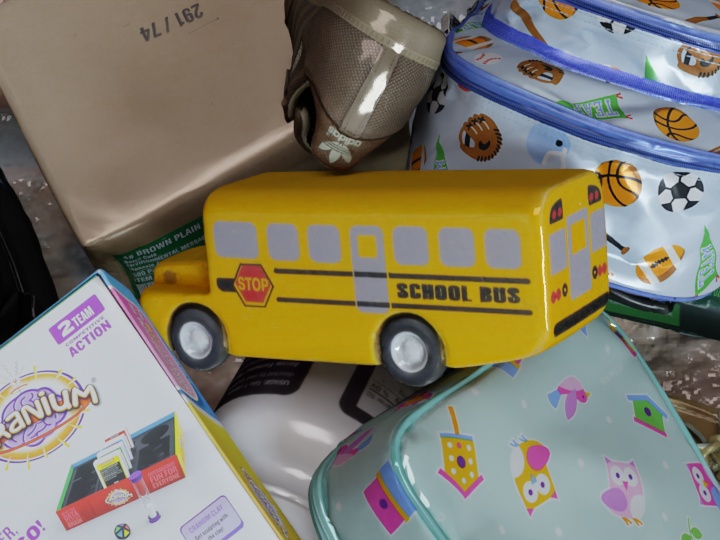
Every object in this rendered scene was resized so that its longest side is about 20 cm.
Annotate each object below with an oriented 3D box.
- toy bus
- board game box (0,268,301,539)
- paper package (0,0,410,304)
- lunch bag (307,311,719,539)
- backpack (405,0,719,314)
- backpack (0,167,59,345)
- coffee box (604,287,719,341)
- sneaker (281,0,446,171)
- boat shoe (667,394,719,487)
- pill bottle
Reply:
[{"bbox_3d":[0.000,0.000,0.629,0.199,0.065,0.079,2,105,32],"label":"toy bus"},{"bbox_3d":[-0.108,0.124,0.611,0.153,0.040,0.200,-36,73,0],"label":"board game box"},{"bbox_3d":[-0.094,-0.102,0.865,0.200,0.104,0.191,-28,61,-7],"label":"paper package"},{"bbox_3d":[0.077,0.114,0.639,0.200,0.077,0.161,-26,85,-50],"label":"lunch bag"},{"bbox_3d":[0.113,-0.067,0.696,0.199,0.155,0.191,14,29,9],"label":"backpack"},{"bbox_3d":[-0.244,0.017,0.788,0.153,0.176,0.200,-43,62,5],"label":"backpack"},{"bbox_3d":[0.173,-0.066,0.834,0.123,0.044,0.201,13,65,16],"label":"coffee box"},{"bbox_3d":[-0.015,-0.095,0.707,0.070,0.200,0.076,28,95,-10],"label":"sneaker"},{"bbox_3d":[0.207,0.113,0.722,0.200,0.063,0.073,28,70,22],"label":"boat shoe"},{"bbox_3d":[-0.011,0.075,0.720,0.111,0.112,0.200,14,46,16],"label":"pill bottle"}]
